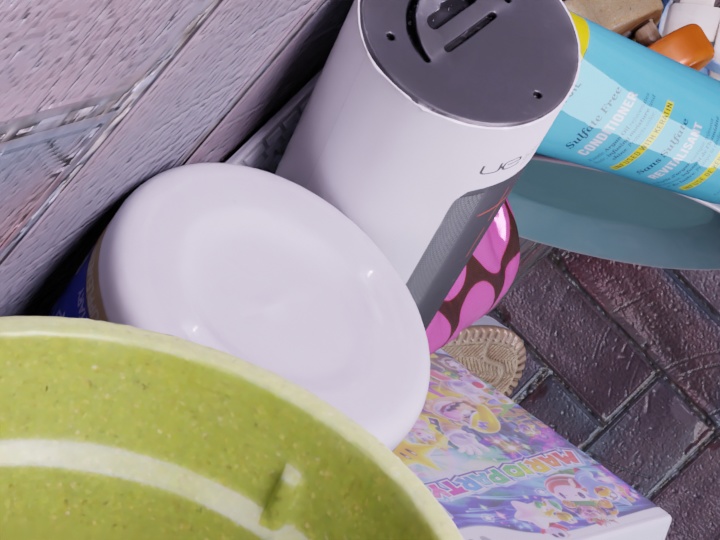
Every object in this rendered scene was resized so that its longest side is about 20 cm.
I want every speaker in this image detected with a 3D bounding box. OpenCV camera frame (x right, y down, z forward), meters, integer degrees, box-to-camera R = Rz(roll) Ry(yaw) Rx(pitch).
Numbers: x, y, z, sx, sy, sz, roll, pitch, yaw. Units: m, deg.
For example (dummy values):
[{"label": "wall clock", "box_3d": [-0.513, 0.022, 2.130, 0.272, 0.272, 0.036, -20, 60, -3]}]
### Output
[{"label": "speaker", "box_3d": [0.008, -0.029, 0.805, 0.081, 0.081, 0.200, -40, 168, -35]}]

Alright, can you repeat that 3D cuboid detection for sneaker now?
[{"label": "sneaker", "box_3d": [-0.012, 0.022, 1.166, 0.199, 0.108, 0.071, 14, 107, -46]}]

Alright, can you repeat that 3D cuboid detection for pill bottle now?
[{"label": "pill bottle", "box_3d": [-0.074, 0.069, 0.772, 0.120, 0.120, 0.200, -37, 169, -51]}]

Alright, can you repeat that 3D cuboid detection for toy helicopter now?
[{"label": "toy helicopter", "box_3d": [0.054, -0.079, 0.996, 0.199, 0.079, 0.132, -26, 172, -40]}]

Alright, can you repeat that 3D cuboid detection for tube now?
[{"label": "tube", "box_3d": [0.095, -0.072, 0.925, 0.199, 0.051, 0.078, 14, 121, -43]}]

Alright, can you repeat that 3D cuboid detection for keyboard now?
[{"label": "keyboard", "box_3d": [-0.030, -0.047, 0.824, 0.200, 0.011, 0.056, -45, 174, -4]}]

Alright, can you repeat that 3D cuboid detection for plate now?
[{"label": "plate", "box_3d": [0.121, -0.040, 1.179, 0.200, 0.198, 0.026, 104, 0, -79]}]

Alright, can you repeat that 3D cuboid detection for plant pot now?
[{"label": "plant pot", "box_3d": [-0.084, 0.147, 0.619, 0.200, 0.199, 0.185, -36, 151, -55]}]

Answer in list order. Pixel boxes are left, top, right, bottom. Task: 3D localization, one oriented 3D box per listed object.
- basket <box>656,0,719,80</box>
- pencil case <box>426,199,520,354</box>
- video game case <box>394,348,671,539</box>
[{"label": "basket", "box_3d": [0.211, -0.135, 1.130, 0.200, 0.138, 0.178, 49, 56, -69]}, {"label": "pencil case", "box_3d": [0.000, 0.000, 1.007, 0.200, 0.090, 0.095, -34, 125, -62]}, {"label": "video game case", "box_3d": [0.022, 0.076, 0.994, 0.142, 0.200, 0.018, -7, 123, -44]}]
